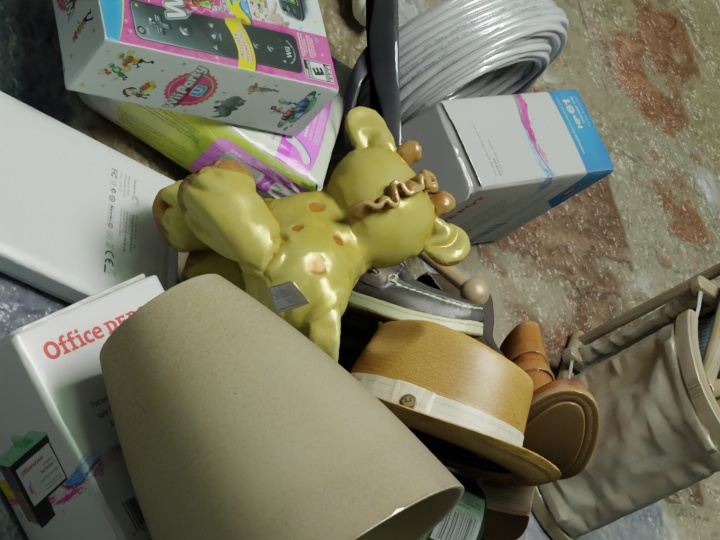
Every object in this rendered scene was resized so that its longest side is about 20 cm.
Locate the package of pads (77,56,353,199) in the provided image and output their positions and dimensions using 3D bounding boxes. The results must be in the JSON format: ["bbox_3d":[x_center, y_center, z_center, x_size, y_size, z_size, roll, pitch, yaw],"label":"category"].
[{"bbox_3d":[-0.108,-0.142,1.634,0.200,0.068,0.155,33,43,-18],"label":"package of pads"}]

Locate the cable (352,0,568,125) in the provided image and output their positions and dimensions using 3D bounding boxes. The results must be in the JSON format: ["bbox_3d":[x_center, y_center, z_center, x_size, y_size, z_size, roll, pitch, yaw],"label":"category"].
[{"bbox_3d":[0.079,-0.170,1.768,0.200,0.200,0.069,-18,75,-46],"label":"cable"}]

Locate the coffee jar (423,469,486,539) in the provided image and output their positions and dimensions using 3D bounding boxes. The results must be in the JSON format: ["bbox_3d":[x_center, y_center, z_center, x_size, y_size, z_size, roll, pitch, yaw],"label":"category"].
[{"bbox_3d":[-0.013,0.153,1.521,0.200,0.104,0.085,29,78,-33],"label":"coffee jar"}]

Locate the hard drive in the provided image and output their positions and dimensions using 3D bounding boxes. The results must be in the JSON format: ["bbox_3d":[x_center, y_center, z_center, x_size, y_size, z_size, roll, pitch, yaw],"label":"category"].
[{"bbox_3d":[-0.213,-0.044,1.497,0.200,0.027,0.132,28,47,-35],"label":"hard drive"}]

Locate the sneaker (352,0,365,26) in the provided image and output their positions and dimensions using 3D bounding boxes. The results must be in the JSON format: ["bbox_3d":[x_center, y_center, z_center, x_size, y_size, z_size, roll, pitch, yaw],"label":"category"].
[{"bbox_3d":[-0.009,-0.304,1.887,0.084,0.073,0.200,6,64,-7],"label":"sneaker"}]

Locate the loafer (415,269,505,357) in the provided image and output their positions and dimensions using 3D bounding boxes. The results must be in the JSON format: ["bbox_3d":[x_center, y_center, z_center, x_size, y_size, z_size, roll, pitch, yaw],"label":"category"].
[{"bbox_3d":[0.065,0.067,1.685,0.071,0.073,0.200,29,22,-17],"label":"loafer"}]

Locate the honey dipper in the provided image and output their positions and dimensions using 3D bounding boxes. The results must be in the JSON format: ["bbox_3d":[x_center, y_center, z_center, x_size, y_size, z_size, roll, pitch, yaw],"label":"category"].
[{"bbox_3d":[0.027,-0.035,1.669,0.200,0.038,0.038,39,28,29],"label":"honey dipper"}]

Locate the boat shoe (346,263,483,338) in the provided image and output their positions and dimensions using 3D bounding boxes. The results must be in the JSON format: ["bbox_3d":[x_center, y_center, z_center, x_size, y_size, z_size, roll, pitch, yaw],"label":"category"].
[{"bbox_3d":[0.000,0.000,1.587,0.072,0.200,0.066,36,69,-80],"label":"boat shoe"}]

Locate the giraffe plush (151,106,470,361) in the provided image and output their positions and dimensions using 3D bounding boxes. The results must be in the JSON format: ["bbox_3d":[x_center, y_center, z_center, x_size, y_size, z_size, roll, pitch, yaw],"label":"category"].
[{"bbox_3d":[-0.024,-0.028,1.493,0.162,0.200,0.173,-35,114,-23],"label":"giraffe plush"}]

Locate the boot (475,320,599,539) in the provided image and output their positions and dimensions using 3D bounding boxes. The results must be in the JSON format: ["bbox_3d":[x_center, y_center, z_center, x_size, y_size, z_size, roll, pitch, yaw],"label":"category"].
[{"bbox_3d":[0.133,0.099,1.663,0.074,0.200,0.155,18,50,-9],"label":"boot"}]

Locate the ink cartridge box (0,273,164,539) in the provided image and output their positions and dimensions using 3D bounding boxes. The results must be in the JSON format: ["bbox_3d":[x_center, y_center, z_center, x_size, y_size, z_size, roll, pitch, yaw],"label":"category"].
[{"bbox_3d":[-0.157,0.121,1.399,0.145,0.084,0.200,-26,86,-52],"label":"ink cartridge box"}]

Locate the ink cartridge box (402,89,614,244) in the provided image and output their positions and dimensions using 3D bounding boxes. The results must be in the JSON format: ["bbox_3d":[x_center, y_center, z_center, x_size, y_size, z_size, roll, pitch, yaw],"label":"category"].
[{"bbox_3d":[0.090,-0.079,1.762,0.200,0.144,0.085,-12,74,-51],"label":"ink cartridge box"}]

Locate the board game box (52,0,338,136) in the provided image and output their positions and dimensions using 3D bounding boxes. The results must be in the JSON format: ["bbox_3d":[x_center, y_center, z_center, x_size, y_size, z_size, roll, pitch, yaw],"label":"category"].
[{"bbox_3d":[-0.125,-0.190,1.556,0.200,0.064,0.148,8,55,-35],"label":"board game box"}]

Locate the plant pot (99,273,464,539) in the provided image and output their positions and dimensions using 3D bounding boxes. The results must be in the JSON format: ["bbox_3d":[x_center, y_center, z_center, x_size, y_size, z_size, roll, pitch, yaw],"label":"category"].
[{"bbox_3d":[-0.068,0.108,1.314,0.187,0.187,0.200,-16,66,-52],"label":"plant pot"}]

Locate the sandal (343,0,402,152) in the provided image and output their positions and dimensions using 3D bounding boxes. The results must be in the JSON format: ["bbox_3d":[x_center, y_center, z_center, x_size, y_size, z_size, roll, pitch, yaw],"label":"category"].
[{"bbox_3d":[0.006,-0.143,1.655,0.043,0.076,0.201,0,81,-7],"label":"sandal"}]

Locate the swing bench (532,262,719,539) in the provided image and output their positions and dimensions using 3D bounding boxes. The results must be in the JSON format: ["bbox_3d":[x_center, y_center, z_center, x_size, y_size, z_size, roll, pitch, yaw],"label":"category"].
[{"bbox_3d":[0.241,0.104,1.764,0.130,0.199,0.200,56,37,-3],"label":"swing bench"}]

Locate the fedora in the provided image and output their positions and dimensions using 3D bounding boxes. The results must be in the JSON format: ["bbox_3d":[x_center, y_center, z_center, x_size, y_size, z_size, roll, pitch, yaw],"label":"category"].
[{"bbox_3d":[0.057,0.088,1.525,0.200,0.200,0.082,29,76,-33],"label":"fedora"}]

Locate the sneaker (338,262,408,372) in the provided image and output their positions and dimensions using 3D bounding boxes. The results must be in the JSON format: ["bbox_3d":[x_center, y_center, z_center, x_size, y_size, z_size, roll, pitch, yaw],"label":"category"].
[{"bbox_3d":[0.005,0.030,1.643,0.072,0.083,0.200,-18,80,-51],"label":"sneaker"}]
